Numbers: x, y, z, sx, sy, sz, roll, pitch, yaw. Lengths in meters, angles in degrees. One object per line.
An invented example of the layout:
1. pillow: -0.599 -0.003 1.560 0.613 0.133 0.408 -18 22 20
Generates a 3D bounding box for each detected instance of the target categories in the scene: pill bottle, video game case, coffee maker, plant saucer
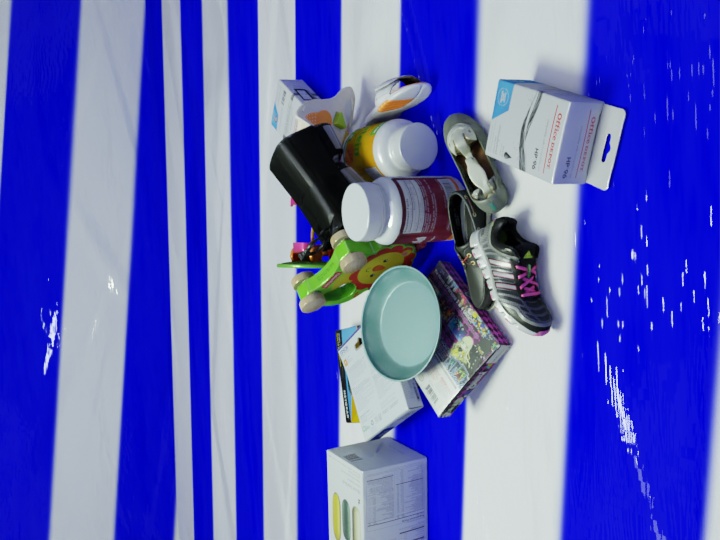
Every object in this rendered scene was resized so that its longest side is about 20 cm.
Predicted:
1. pill bottle: 0.076 -0.103 1.343 0.114 0.198 0.116 14 107 60
2. video game case: 0.145 0.118 1.359 0.182 0.035 0.201 -55 48 27
3. coffee maker: -0.076 -0.151 1.421 0.201 0.191 0.135 53 127 11
4. pill bottle: 0.055 -0.220 1.458 0.199 0.110 0.113 4 97 61
5. plant saucer: 0.078 0.094 1.383 0.199 0.036 0.203 -10 77 48

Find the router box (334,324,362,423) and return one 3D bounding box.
1. router box: 0.010 0.218 1.664 0.149 0.050 0.203 -20 76 59

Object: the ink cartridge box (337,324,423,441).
1. ink cartridge box: 0.035 0.205 1.526 0.200 0.040 0.202 -49 54 53

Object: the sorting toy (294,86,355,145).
1. sorting toy: -0.058 -0.282 1.618 0.201 0.106 0.181 99 -165 -53

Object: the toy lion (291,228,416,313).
1. toy lion: 0.000 0.000 1.429 0.200 0.190 0.069 -43 58 32

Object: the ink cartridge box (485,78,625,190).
1. ink cartridge box: 0.269 -0.194 1.110 0.200 0.067 0.118 38 127 53

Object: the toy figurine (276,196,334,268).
1. toy figurine: -0.074 -0.097 1.574 0.149 0.199 0.187 1 90 41

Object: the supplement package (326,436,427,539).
1. supplement package: 0.032 0.459 1.555 0.151 0.149 0.203 10 103 60

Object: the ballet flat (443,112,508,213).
1. ballet flat: 0.180 -0.185 1.271 0.067 0.063 0.202 -32 63 20

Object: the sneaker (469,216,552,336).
1. sneaker: 0.239 0.001 1.189 0.088 0.073 0.202 -51 53 44

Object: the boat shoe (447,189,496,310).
1. boat shoe: 0.184 -0.034 1.299 0.073 0.062 0.205 -11 86 58

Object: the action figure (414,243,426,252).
1. action figure: 0.069 -0.075 1.524 0.199 0.051 0.066 29 114 55

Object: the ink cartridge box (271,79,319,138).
1. ink cartridge box: -0.134 -0.349 1.819 0.200 0.067 0.117 53 138 45

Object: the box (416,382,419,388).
1. box: 0.082 0.118 1.521 0.159 0.048 0.202 -59 45 48

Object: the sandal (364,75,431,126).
1. sandal: 0.057 -0.327 1.474 0.206 0.078 0.060 -20 79 63
